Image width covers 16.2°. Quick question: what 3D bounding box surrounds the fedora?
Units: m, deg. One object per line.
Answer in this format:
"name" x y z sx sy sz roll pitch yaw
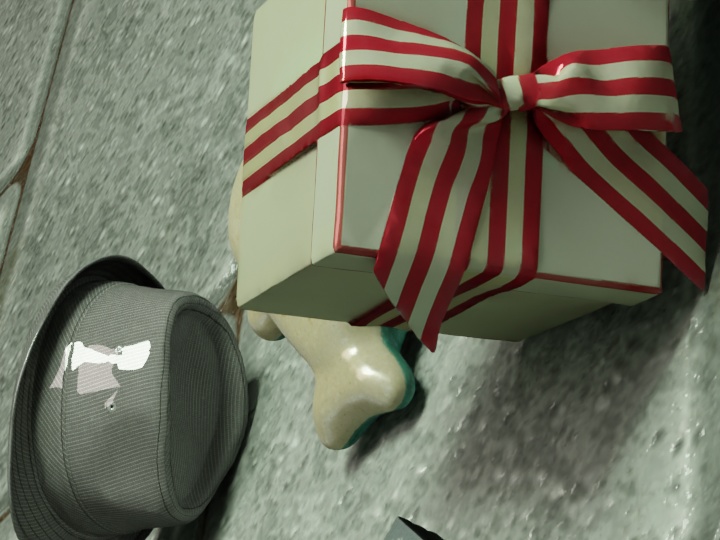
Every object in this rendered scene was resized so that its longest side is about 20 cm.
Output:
"fedora" -0.130 0.090 1.539 0.090 0.177 0.200 -1 67 30

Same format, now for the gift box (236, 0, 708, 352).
"gift box" 0.051 -0.050 1.196 0.187 0.184 0.200 148 122 -67

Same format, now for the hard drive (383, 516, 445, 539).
"hard drive" 0.003 0.226 1.192 0.200 0.033 0.140 -61 21 1

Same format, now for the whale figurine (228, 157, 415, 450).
"whale figurine" 0.000 0.000 1.422 0.159 0.104 0.200 -40 54 42
